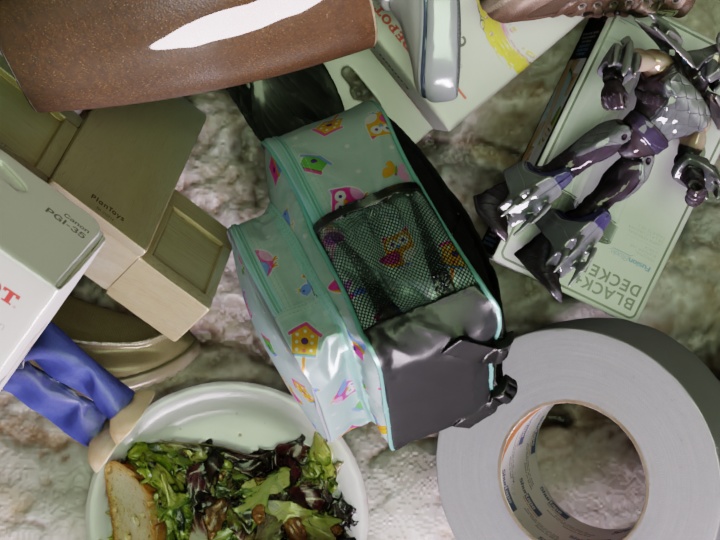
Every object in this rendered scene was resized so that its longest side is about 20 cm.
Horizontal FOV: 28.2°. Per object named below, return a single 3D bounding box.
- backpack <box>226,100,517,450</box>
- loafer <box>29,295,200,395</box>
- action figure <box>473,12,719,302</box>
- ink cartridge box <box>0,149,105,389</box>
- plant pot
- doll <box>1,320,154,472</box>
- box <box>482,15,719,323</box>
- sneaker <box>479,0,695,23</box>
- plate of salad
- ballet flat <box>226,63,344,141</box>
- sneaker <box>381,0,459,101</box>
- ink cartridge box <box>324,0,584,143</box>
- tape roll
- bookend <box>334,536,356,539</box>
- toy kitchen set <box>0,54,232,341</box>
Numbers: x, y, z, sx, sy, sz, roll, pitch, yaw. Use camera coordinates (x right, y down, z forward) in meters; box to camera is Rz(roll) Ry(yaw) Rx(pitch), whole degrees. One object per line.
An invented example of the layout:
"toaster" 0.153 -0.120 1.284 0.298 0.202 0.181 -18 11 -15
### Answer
"backpack" 0.000 0.000 0.913 0.153 0.176 0.200 -18 62 0
"loafer" -0.208 0.043 0.961 0.199 0.076 0.068 -2 103 -6
"action figure" 0.173 -0.077 0.925 0.200 0.069 0.130 -43 111 6
"ink cartridge box" -0.261 0.021 0.803 0.146 0.083 0.200 36 114 -7
"plant pot" -0.119 -0.175 0.841 0.200 0.187 0.187 -26 99 -5
"doll" -0.223 0.040 0.879 0.200 0.049 0.136 35 135 -8
"box" 0.178 -0.075 0.994 0.116 0.060 0.200 26 94 -8
"sneaker" 0.176 -0.188 0.910 0.200 0.070 0.076 -25 100 -3
"plate of salad" -0.093 0.178 1.003 0.200 0.048 0.201 -1 96 -6
"ballet flat" -0.072 -0.145 0.973 0.066 0.057 0.200 -38 105 -7
"sneaker" 0.022 -0.201 0.890 0.071 0.073 0.201 -8 85 5
"ink cartridge box" 0.064 -0.174 0.966 0.200 0.067 0.117 -41 99 0
"tape roll" 0.153 0.133 0.964 0.200 0.066 0.201 4 98 28
"bookend" -0.075 0.302 0.984 0.198 0.092 0.200 -12 120 8
"toy kitchen set" -0.207 -0.037 0.952 0.200 0.163 0.180 38 124 -17
